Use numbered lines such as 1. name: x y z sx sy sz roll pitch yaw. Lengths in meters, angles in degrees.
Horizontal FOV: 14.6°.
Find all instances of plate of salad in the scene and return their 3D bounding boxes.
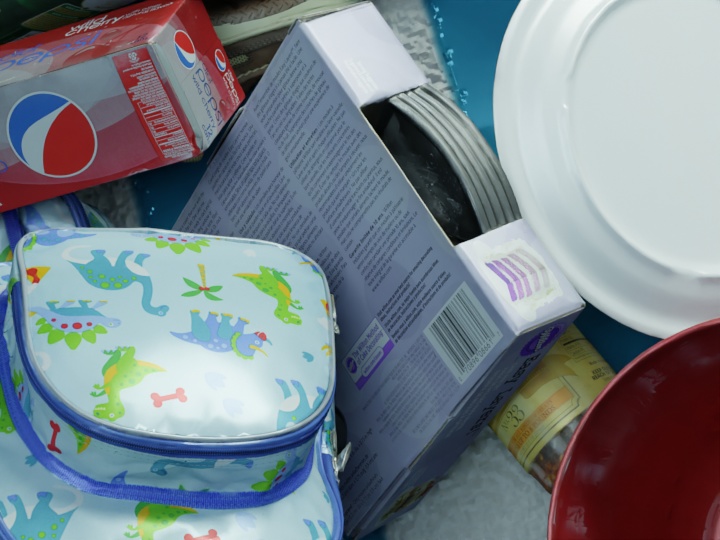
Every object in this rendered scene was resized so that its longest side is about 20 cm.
1. plate of salad: 0.146 -0.063 1.318 0.200 0.048 0.200 5 78 -25

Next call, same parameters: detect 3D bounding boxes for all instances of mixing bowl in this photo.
1. mixing bowl: 0.194 0.123 1.270 0.200 0.108 0.200 -3 81 21

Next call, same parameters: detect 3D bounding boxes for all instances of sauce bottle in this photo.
1. sauce bottle: 0.053 0.018 1.358 0.066 0.066 0.200 -43 71 4

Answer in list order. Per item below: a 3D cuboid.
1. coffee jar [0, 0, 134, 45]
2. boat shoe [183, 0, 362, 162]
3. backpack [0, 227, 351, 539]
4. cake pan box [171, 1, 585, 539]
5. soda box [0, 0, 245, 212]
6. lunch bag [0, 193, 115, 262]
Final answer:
1. coffee jar: -0.127 -0.177 1.388 0.200 0.085 0.104 -12 87 43
2. boat shoe: -0.090 -0.093 1.424 0.202 0.075 0.075 -15 106 8
3. backpack: -0.094 0.082 1.241 0.183 0.147 0.200 5 45 -14
4. cake pan box: 0.000 0.000 1.321 0.184 0.052 0.200 54 140 17
5. soda box: -0.161 -0.072 1.354 0.200 0.070 0.063 -14 113 24
6. lunch bag: -0.176 0.063 1.406 0.161 0.082 0.200 -18 77 9
